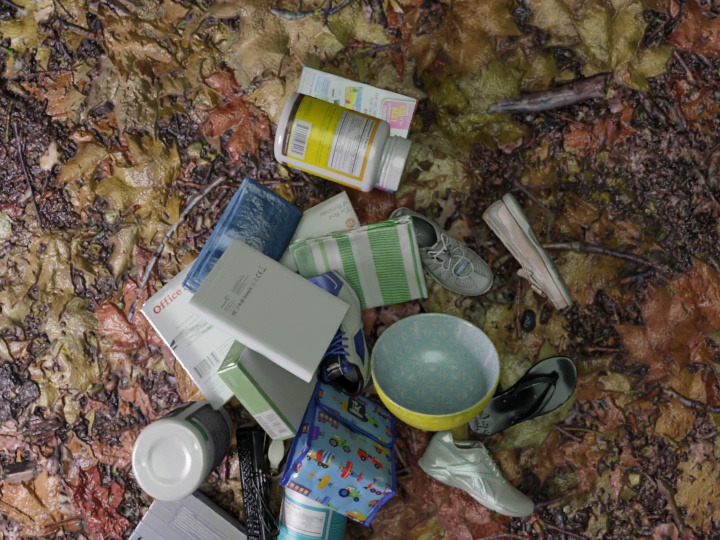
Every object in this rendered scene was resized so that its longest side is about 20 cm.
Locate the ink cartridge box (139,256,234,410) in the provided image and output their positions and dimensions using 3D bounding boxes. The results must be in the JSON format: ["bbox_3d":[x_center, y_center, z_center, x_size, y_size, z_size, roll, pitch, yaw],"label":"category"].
[{"bbox_3d":[-0.230,0.093,1.085,0.144,0.084,0.202,-38,88,0],"label":"ink cartridge box"}]

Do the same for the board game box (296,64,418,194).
[{"bbox_3d":[-0.019,-0.228,1.101,0.195,0.040,0.157,17,91,3],"label":"board game box"}]

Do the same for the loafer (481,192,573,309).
[{"bbox_3d":[0.266,-0.023,1.080,0.062,0.072,0.203,-31,82,19],"label":"loafer"}]

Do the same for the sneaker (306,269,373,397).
[{"bbox_3d":[-0.032,0.105,1.023,0.079,0.115,0.204,-22,98,16],"label":"sneaker"}]

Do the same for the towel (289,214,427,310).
[{"bbox_3d":[0.000,0.000,1.062,0.194,0.024,0.156,-12,121,8],"label":"towel"}]

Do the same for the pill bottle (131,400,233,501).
[{"bbox_3d":[-0.260,0.263,1.029,0.110,0.200,0.117,0,89,3],"label":"pill bottle"}]

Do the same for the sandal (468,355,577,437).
[{"bbox_3d":[0.265,0.209,1.084,0.197,0.043,0.077,-32,88,2],"label":"sandal"}]

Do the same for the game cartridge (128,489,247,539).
[{"bbox_3d":[-0.266,0.445,1.112,0.198,0.038,0.131,36,87,2],"label":"game cartridge"}]

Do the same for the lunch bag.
[{"bbox_3d":[-0.022,0.254,1.033,0.148,0.202,0.095,28,121,-11],"label":"lunch bag"}]

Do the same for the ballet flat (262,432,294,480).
[{"bbox_3d":[-0.122,0.240,1.089,0.066,0.067,0.206,8,90,2],"label":"ballet flat"}]

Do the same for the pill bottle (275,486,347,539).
[{"bbox_3d":[-0.074,0.392,1.065,0.108,0.111,0.206,11,90,3],"label":"pill bottle"}]

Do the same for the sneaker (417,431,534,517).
[{"bbox_3d":[0.193,0.322,1.074,0.197,0.070,0.082,28,88,3],"label":"sneaker"}]

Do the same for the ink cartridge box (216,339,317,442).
[{"bbox_3d":[-0.119,0.128,1.015,0.047,0.202,0.147,-21,117,29],"label":"ink cartridge box"}]

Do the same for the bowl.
[{"bbox_3d":[0.114,0.176,1.047,0.194,0.203,0.110,-2,132,3],"label":"bowl"}]

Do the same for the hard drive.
[{"bbox_3d":[-0.127,0.053,0.960,0.197,0.027,0.133,30,54,2],"label":"hard drive"}]

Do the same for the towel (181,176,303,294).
[{"bbox_3d":[-0.177,-0.034,1.035,0.110,0.049,0.203,30,78,-4],"label":"towel"}]

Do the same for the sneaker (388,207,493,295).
[{"bbox_3d":[0.124,-0.026,1.072,0.197,0.082,0.076,34,91,2],"label":"sneaker"}]

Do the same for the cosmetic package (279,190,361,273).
[{"bbox_3d":[-0.094,-0.046,1.098,0.196,0.051,0.084,-27,89,2],"label":"cosmetic package"}]

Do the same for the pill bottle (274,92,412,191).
[{"bbox_3d":[-0.025,-0.189,1.026,0.195,0.109,0.112,19,90,2],"label":"pill bottle"}]

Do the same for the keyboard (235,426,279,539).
[{"bbox_3d":[-0.173,0.350,1.061,0.039,0.103,0.206,0,75,-39],"label":"keyboard"}]
